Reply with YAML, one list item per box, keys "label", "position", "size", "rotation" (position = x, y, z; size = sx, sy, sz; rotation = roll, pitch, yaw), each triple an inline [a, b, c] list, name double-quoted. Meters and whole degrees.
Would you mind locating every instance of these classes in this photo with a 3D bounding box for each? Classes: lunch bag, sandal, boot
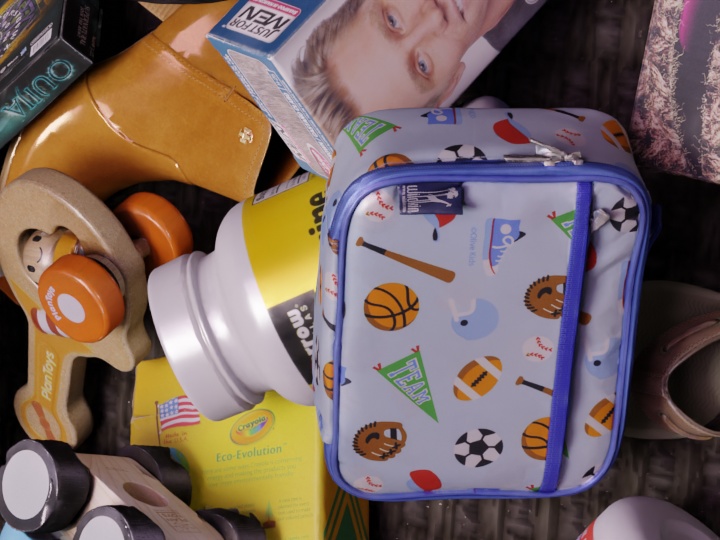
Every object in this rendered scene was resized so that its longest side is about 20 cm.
- label: "lunch bag"
  position: [0.059, 0.015, 1.362]
  size: [0.160, 0.076, 0.201]
  rotation: [1, 124, -6]
- label: "sandal"
  position: [0.177, 0.049, 1.413]
  size: [0.200, 0.057, 0.080]
  rotation: [7, 93, 30]
- label: "boot"
  position: [-0.105, -0.065, 1.566]
  size: [0.144, 0.071, 0.202]
  rotation: [38, 101, 34]

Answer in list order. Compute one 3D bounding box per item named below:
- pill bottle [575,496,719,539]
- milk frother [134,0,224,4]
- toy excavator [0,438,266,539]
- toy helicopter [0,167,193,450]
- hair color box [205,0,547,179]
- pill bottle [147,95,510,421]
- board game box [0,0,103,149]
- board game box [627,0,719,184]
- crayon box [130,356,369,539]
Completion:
- label: "pill bottle"
  position: [0.105, 0.212, 1.423]
  size: [0.200, 0.112, 0.113]
  rotation: [-48, 68, 21]
- label: "milk frother"
  position: [-0.044, -0.246, 1.512]
  size: [0.180, 0.199, 0.189]
  rotation: [-24, 61, 54]
- label: "toy excavator"
  position: [-0.124, 0.211, 1.484]
  size: [0.194, 0.100, 0.200]
  rotation: [36, 110, 37]
- label: "toy helicopter"
  position: [-0.171, 0.023, 1.576]
  size: [0.132, 0.079, 0.200]
  rotation: [30, 139, 18]
- label: "hair color box"
  position: [0.030, -0.144, 1.417]
  size: [0.200, 0.100, 0.060]
  rotation: [-48, 37, -14]
- label: "pill bottle"
  position: [0.000, 0.000, 1.459]
  size: [0.199, 0.112, 0.113]
  rotation: [-24, 78, 12]
- label: "board game box"
  position: [-0.219, -0.098, 1.617]
  size: [0.200, 0.028, 0.135]
  rotation: [-39, 28, 25]
- label: "board game box"
  position: [0.243, -0.105, 1.351]
  size: [0.199, 0.097, 0.160]
  rotation: [13, 97, 30]
- label: "crayon box"
  position: [-0.059, 0.140, 1.539]
  size: [0.127, 0.051, 0.201]
  rotation: [-10, 71, 31]
